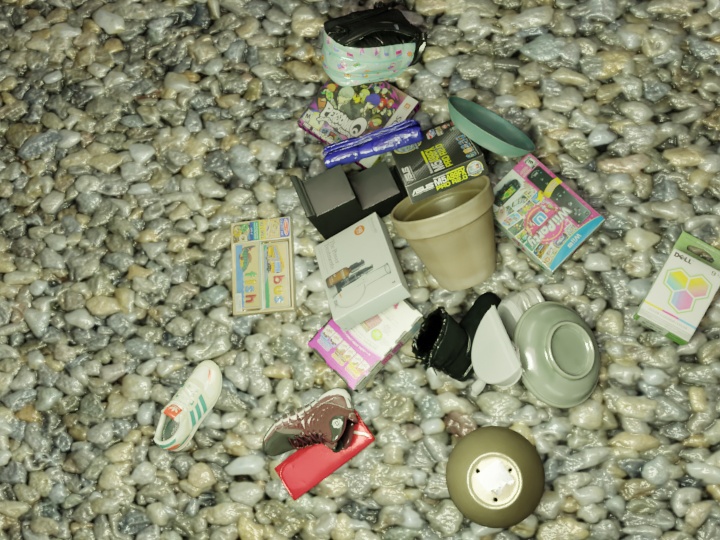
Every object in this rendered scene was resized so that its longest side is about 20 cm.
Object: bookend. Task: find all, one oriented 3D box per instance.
[{"bbox_3d":[-0.014,-0.158,1.575,0.198,0.200,0.092,-25,75,4],"label":"bookend"}]

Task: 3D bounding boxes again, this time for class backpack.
[{"bbox_3d":[0.016,-0.463,1.647,0.199,0.127,0.167,-19,46,-26],"label":"backpack"}]

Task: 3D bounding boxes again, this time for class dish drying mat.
[{"bbox_3d":[-0.071,0.361,1.565,0.200,0.018,0.077,-37,75,0],"label":"dish drying mat"}]

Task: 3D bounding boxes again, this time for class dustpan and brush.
[{"bbox_3d":[0.238,0.175,1.472,0.057,0.200,0.140,5,48,-29],"label":"dustpan and brush"}]

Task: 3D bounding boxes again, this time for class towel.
[{"bbox_3d":[0.025,-0.256,1.580,0.199,0.148,0.050,-16,103,7],"label":"towel"}]

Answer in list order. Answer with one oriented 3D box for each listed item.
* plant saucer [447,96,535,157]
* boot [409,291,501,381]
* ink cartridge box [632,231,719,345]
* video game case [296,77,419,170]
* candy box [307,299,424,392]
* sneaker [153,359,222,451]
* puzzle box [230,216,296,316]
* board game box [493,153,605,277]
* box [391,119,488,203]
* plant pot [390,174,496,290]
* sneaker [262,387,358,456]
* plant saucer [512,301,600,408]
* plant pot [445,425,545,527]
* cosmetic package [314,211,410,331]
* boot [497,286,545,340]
[{"bbox_3d":[0.251,-0.277,1.575,0.200,0.200,0.036,38,116,15],"label":"plant saucer"},{"bbox_3d":[0.181,0.110,1.497,0.073,0.162,0.199,23,83,42],"label":"boot"},{"bbox_3d":[0.609,0.027,1.497,0.104,0.059,0.201,31,85,15],"label":"ink cartridge box"},{"bbox_3d":[-0.005,-0.331,1.696,0.200,0.036,0.182,35,84,15],"label":"video game case"},{"bbox_3d":[0.013,0.122,1.580,0.136,0.061,0.200,43,88,17],"label":"candy box"},{"bbox_3d":[-0.346,0.270,1.594,0.070,0.093,0.200,28,84,14],"label":"sneaker"},{"bbox_3d":[-0.202,-0.008,1.665,0.132,0.025,0.201,-6,77,8],"label":"puzzle box"},{"bbox_3d":[0.355,-0.110,1.571,0.148,0.064,0.200,-45,75,-1],"label":"board game box"},{"bbox_3d":[0.150,-0.222,1.579,0.160,0.044,0.200,-21,33,5],"label":"box"},{"bbox_3d":[0.179,-0.065,1.525,0.199,0.200,0.174,-22,111,4],"label":"plant pot"},{"bbox_3d":[-0.091,0.318,1.528,0.200,0.076,0.116,-35,46,1],"label":"sneaker"},{"bbox_3d":[0.373,0.150,1.464,0.199,0.050,0.201,9,70,-24],"label":"plant saucer"},{"bbox_3d":[0.237,0.368,1.415,0.186,0.200,0.188,-2,77,10],"label":"plant pot"},{"bbox_3d":[0.000,0.000,1.563,0.150,0.052,0.201,-28,48,11],"label":"cosmetic package"},{"bbox_3d":[0.344,0.130,1.516,0.095,0.074,0.201,-26,93,-22],"label":"boot"}]
